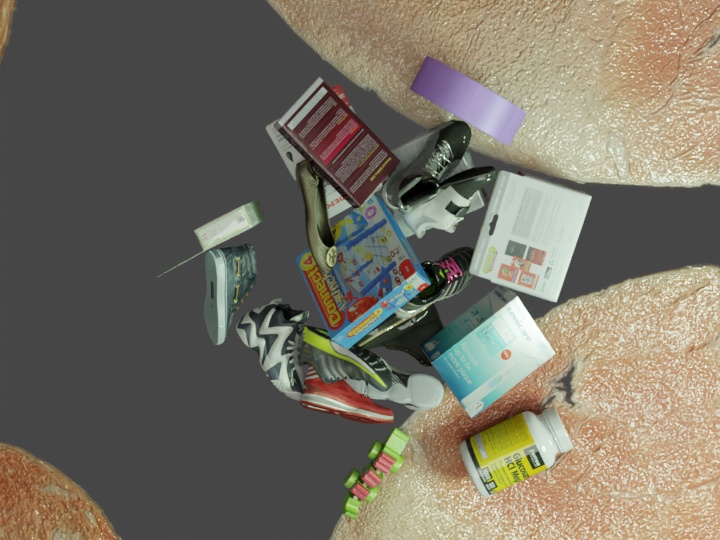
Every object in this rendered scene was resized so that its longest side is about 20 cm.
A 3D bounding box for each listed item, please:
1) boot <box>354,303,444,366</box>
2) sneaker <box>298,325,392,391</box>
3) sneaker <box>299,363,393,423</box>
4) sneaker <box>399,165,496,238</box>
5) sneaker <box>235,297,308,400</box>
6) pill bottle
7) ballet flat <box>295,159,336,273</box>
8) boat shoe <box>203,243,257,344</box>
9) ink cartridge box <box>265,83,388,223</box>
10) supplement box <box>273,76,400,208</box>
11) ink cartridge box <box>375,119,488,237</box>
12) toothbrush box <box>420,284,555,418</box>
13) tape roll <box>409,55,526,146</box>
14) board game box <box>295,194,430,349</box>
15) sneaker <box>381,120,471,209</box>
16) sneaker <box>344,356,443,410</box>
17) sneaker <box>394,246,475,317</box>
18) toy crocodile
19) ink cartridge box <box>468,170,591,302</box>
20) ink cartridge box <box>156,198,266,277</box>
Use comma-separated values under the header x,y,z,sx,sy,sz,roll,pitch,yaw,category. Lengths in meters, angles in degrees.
x,y,z,sx,sy,sz,roll,pitch,yaw,category
0.075,0.147,1.747,0.198,0.078,0.140,-31,103,9,boot
-0.030,0.175,1.682,0.198,0.074,0.082,27,103,27,sneaker
-0.015,0.221,1.760,0.197,0.078,0.118,19,71,-29,sneaker
0.166,-0.119,1.642,0.198,0.074,0.090,-23,99,34,sneaker
-0.129,0.139,1.747,0.129,0.079,0.200,-37,87,18,sneaker
0.296,0.338,1.752,0.198,0.113,0.114,-27,99,8,pill bottle
-0.070,-0.096,1.625,0.046,0.067,0.204,-8,99,20,ballet flat
-0.241,0.046,1.741,0.090,0.071,0.203,-14,127,-30,boat shoe
-0.056,-0.209,1.665,0.143,0.084,0.202,-27,100,16,ink cartridge box
-0.040,-0.214,1.570,0.200,0.061,0.109,45,82,-10,supplement box
0.116,-0.163,1.705,0.197,0.057,0.165,-21,100,27,ink cartridge box
0.234,0.147,1.706,0.199,0.085,0.147,-37,111,0,toothbrush box
0.184,-0.290,1.587,0.198,0.200,0.066,28,101,-3,tape roll
0.000,0.000,1.658,0.195,0.056,0.202,-39,53,14,board game box
0.130,-0.171,1.581,0.200,0.115,0.075,-45,110,-1,sneaker
0.063,0.216,1.736,0.196,0.115,0.076,15,79,13,sneaker
0.144,0.013,1.678,0.198,0.088,0.074,-30,79,-19,sneaker
0.026,0.394,1.801,0.067,0.062,0.201,37,100,-5,toy crocodile
0.301,-0.070,1.685,0.172,0.084,0.203,17,101,-1,ink cartridge box
-0.276,-0.062,1.681,0.197,0.146,0.049,-25,97,7,ink cartridge box
